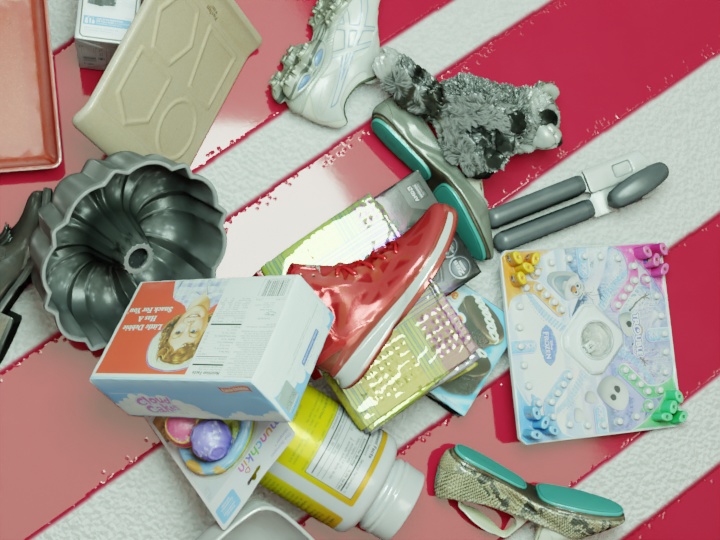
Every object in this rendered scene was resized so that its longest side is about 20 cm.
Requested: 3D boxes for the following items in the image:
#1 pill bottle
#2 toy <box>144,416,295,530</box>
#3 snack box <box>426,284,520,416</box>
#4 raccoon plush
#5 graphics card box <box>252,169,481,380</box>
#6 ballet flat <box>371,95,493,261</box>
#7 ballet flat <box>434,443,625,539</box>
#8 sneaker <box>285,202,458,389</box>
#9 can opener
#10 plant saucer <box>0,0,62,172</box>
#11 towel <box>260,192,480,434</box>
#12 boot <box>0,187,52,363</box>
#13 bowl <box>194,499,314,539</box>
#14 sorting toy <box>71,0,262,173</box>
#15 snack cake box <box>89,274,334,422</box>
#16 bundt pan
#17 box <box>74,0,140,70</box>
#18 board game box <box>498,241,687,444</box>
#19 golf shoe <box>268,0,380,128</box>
[{"bbox_3d":[-0.040,0.183,1.312,0.199,0.109,0.110,33,79,-5],"label":"pill bottle"},{"bbox_3d":[-0.154,0.133,1.254,0.047,0.200,0.115,25,105,-44],"label":"toy"},{"bbox_3d":[0.053,0.048,1.380,0.199,0.037,0.117,34,79,-4],"label":"snack box"},{"bbox_3d":[0.124,-0.188,1.375,0.200,0.097,0.134,48,40,-2],"label":"raccoon plush"},{"bbox_3d":[0.006,0.004,1.333,0.199,0.051,0.126,-32,89,-12],"label":"graphics card box"},{"bbox_3d":[0.091,-0.104,1.391,0.064,0.067,0.200,-39,91,-19],"label":"ballet flat"},{"bbox_3d":[0.169,0.244,1.372,0.199,0.068,0.076,20,103,-2],"label":"ballet flat"},{"bbox_3d":[0.000,0.000,1.247,0.115,0.078,0.201,34,79,-5],"label":"sneaker"},{"bbox_3d":[0.231,-0.077,1.410,0.199,0.067,0.054,-21,87,-12],"label":"can opener"},{"bbox_3d":[-0.406,-0.190,1.328,0.198,0.037,0.202,-6,84,-10],"label":"plant saucer"},{"bbox_3d":[0.010,0.044,1.293,0.143,0.023,0.201,-34,90,-10],"label":"towel"},{"bbox_3d":[-0.403,-0.013,1.293,0.173,0.069,0.201,21,80,-5],"label":"boot"},{"bbox_3d":[-0.117,0.330,1.277,0.200,0.075,0.200,-43,117,-11],"label":"bowl"},{"bbox_3d":[-0.189,-0.191,1.305,0.036,0.185,0.201,26,80,26],"label":"sorting toy"},{"bbox_3d":[-0.135,0.071,1.202,0.067,0.199,0.116,50,50,-40],"label":"snack cake box"},{"bbox_3d":[-0.230,-0.027,1.281,0.201,0.076,0.203,-22,129,-30],"label":"bundt pan"},{"bbox_3d":[-0.244,-0.310,1.329,0.060,0.117,0.202,5,82,-9],"label":"box"},{"bbox_3d":[0.248,0.072,1.398,0.199,0.026,0.201,-3,84,-22],"label":"board game box"},{"bbox_3d":[-0.010,-0.243,1.395,0.097,0.078,0.201,34,85,-22],"label":"golf shoe"}]
